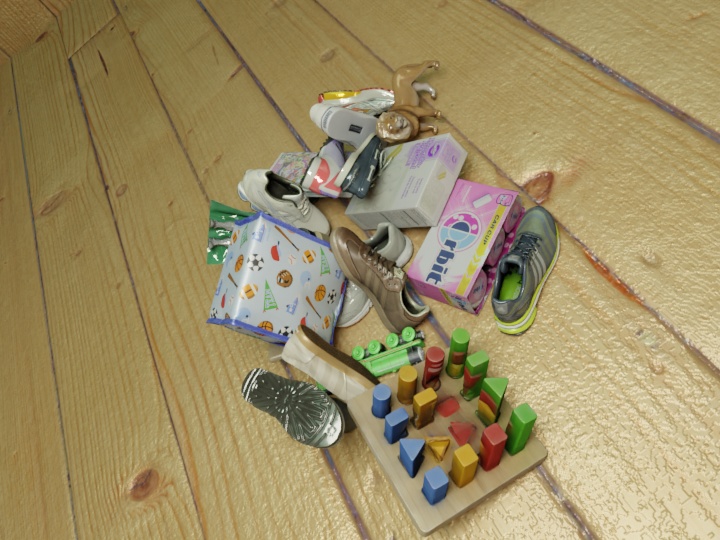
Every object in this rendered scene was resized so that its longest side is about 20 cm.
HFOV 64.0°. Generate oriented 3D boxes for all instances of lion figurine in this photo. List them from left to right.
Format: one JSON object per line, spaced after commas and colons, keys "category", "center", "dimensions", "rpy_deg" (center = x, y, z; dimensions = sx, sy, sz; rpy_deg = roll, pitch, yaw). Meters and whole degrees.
{"category": "lion figurine", "center": [0.088, -0.324, 1.091], "dimensions": [0.119, 0.073, 0.204], "rpy_deg": [4, 61, -5]}

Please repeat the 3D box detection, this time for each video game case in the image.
{"category": "video game case", "center": [-0.090, -0.190, 1.124], "dimensions": [0.195, 0.018, 0.145], "rpy_deg": [3, 41, 18]}

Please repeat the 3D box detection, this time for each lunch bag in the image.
{"category": "lunch bag", "center": [-0.114, 0.029, 0.885], "dimensions": [0.123, 0.197, 0.174], "rpy_deg": [-2, 72, 54]}

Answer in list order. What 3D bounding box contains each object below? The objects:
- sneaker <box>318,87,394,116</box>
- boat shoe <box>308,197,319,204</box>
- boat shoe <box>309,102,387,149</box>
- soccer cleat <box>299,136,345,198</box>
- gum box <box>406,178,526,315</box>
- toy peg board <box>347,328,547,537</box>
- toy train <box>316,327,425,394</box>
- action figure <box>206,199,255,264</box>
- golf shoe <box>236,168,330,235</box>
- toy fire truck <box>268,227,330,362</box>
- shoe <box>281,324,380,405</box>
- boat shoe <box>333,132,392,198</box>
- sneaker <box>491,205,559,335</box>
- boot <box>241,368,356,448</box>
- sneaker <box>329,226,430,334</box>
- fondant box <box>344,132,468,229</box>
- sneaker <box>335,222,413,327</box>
{"category": "sneaker", "center": [0.009, -0.323, 1.177], "dimensions": [0.195, 0.078, 0.084], "rpy_deg": [1, 95, 21]}
{"category": "boat shoe", "center": [-0.155, -0.093, 1.128], "dimensions": [0.197, 0.075, 0.067], "rpy_deg": [-30, 75, -7]}
{"category": "boat shoe", "center": [-0.020, -0.267, 1.073], "dimensions": [0.069, 0.198, 0.072], "rpy_deg": [36, 110, 30]}
{"category": "soccer cleat", "center": [-0.053, -0.190, 1.060], "dimensions": [0.069, 0.072, 0.201], "rpy_deg": [-58, 6, 31]}
{"category": "gum box", "center": [0.172, -0.046, 0.916], "dimensions": [0.112, 0.066, 0.203], "rpy_deg": [19, 73, 36]}
{"category": "toy peg board", "center": [0.110, 0.185, 0.742], "dimensions": [0.196, 0.099, 0.201], "rpy_deg": [-22, 49, -20]}
{"category": "toy train", "center": [0.014, 0.146, 0.911], "dimensions": [0.196, 0.042, 0.058], "rpy_deg": [-22, 63, 16]}
{"category": "action figure", "center": [-0.182, -0.062, 1.073], "dimensions": [0.055, 0.195, 0.121], "rpy_deg": [-135, 50, -63]}
{"category": "golf shoe", "center": [-0.119, -0.111, 1.018], "dimensions": [0.096, 0.198, 0.080], "rpy_deg": [-8, 59, 51]}
{"category": "toy fire truck", "center": [-0.114, 0.049, 1.003], "dimensions": [0.173, 0.128, 0.204], "rpy_deg": [-24, 72, 20]}
{"category": "shoe", "center": [-0.029, 0.154, 0.842], "dimensions": [0.054, 0.199, 0.070], "rpy_deg": [-50, 18, 4]}
{"category": "boat shoe", "center": [0.011, -0.181, 0.990], "dimensions": [0.075, 0.061, 0.201], "rpy_deg": [-52, 6, 28]}
{"category": "sneaker", "center": [0.242, -0.011, 0.847], "dimensions": [0.072, 0.081, 0.204], "rpy_deg": [8, 66, 31]}
{"category": "boot", "center": [-0.056, 0.206, 0.810], "dimensions": [0.180, 0.200, 0.073], "rpy_deg": [26, 75, 36]}
{"category": "sneaker", "center": [0.034, 0.005, 0.891], "dimensions": [0.075, 0.201, 0.071], "rpy_deg": [-26, 20, 30]}
{"category": "fondant box", "center": [0.075, -0.148, 0.996], "dimensions": [0.198, 0.058, 0.147], "rpy_deg": [3, 62, 53]}
{"category": "sneaker", "center": [0.000, 0.000, 0.969], "dimensions": [0.075, 0.092, 0.201], "rpy_deg": [33, 81, 39]}
